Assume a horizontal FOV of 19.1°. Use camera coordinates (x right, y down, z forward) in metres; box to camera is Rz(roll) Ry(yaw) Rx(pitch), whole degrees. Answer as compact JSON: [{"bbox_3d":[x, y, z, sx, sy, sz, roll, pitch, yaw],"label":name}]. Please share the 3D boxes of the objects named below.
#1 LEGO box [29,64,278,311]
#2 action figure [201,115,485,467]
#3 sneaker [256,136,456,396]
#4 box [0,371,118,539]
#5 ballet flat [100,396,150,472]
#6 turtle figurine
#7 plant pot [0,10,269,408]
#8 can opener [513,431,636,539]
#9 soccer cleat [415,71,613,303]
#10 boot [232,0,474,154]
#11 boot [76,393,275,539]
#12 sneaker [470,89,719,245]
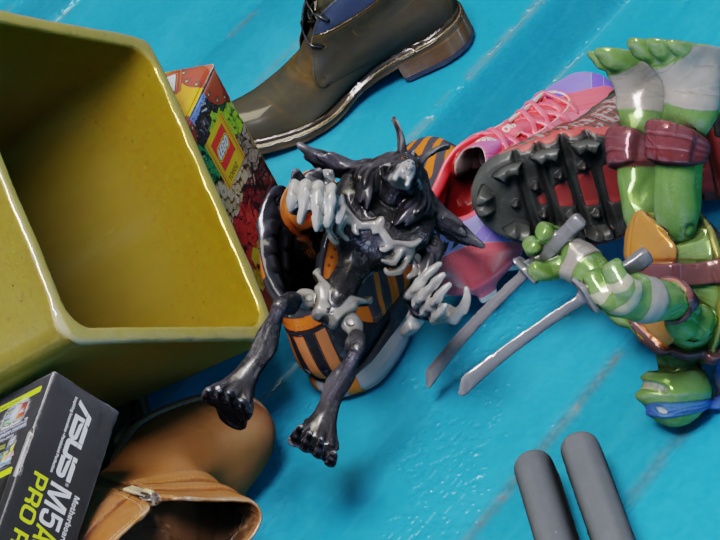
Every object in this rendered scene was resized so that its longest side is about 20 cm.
[{"bbox_3d":[-0.156,-0.037,1.335,0.200,0.149,0.077,-7,42,27],"label":"LEGO box"},{"bbox_3d":[0.000,0.000,1.130,0.200,0.119,0.102,-64,9,-17],"label":"action figure"},{"bbox_3d":[0.006,-0.032,1.255,0.078,0.112,0.200,-4,43,29],"label":"sneaker"},{"bbox_3d":[-0.215,0.153,1.067,0.200,0.044,0.160,-27,37,41],"label":"box"},{"bbox_3d":[-0.148,0.089,1.265,0.067,0.046,0.200,-22,37,9],"label":"ballet flat"},{"bbox_3d":[0.118,-0.021,1.097,0.200,0.144,0.194,5,89,19],"label":"turtle figurine"},{"bbox_3d":[-0.205,-0.003,1.166,0.200,0.194,0.196,-32,74,25],"label":"plant pot"},{"bbox_3d":[0.113,0.144,1.022,0.053,0.066,0.200,-20,32,6],"label":"can opener"},{"bbox_3d":[0.094,-0.065,1.263,0.067,0.076,0.200,9,46,39],"label":"soccer cleat"},{"bbox_3d":[-0.030,-0.155,1.438,0.200,0.097,0.075,-29,36,-1],"label":"boot"},{"bbox_3d":[-0.091,0.121,1.109,0.200,0.074,0.155,-33,11,-32],"label":"boot"},{"bbox_3d":[0.153,-0.067,1.220,0.200,0.071,0.098,-17,23,-8],"label":"sneaker"}]
